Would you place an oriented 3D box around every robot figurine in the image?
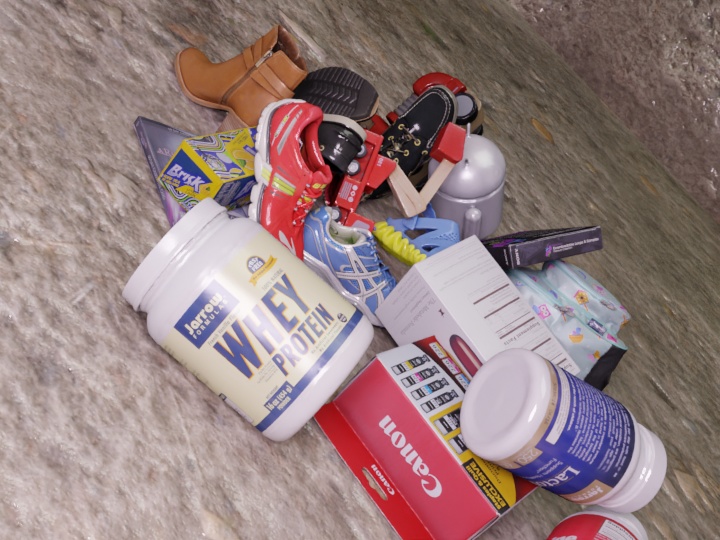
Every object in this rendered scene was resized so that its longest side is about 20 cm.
[{"bbox_3d":[0.157,-0.121,1.436,0.113,0.200,0.170,-8,52,-1],"label":"robot figurine"}]

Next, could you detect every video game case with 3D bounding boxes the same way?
[{"bbox_3d":[-0.179,-0.093,1.135,0.143,0.019,0.200,14,39,-43],"label":"video game case"}]

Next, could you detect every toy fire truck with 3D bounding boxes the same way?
[{"bbox_3d":[0.043,-0.113,1.259,0.141,0.200,0.049,22,-8,-9],"label":"toy fire truck"},{"bbox_3d":[0.076,-0.244,1.547,0.200,0.176,0.129,46,-1,21],"label":"toy fire truck"}]

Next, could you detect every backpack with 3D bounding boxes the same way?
[{"bbox_3d":[0.265,0.063,1.342,0.200,0.154,0.176,29,8,4],"label":"backpack"}]

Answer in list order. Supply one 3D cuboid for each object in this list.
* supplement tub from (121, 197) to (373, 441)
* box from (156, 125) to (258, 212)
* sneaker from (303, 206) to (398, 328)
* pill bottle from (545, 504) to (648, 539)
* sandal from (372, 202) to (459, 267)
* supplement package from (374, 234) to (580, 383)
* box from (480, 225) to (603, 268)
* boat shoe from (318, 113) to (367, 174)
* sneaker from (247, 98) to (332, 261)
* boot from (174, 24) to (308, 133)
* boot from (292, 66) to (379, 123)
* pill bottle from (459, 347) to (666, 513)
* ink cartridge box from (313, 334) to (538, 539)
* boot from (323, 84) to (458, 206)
[{"bbox_3d":[-0.103,0.043,0.894,0.200,0.145,0.145,41,27,-2],"label":"supplement tub"},{"bbox_3d":[-0.143,-0.119,1.130,0.070,0.064,0.200,46,26,8],"label":"box"},{"bbox_3d":[0.000,0.000,1.171,0.200,0.077,0.076,34,26,-21],"label":"sneaker"},{"bbox_3d":[0.229,0.313,0.977,0.112,0.112,0.200,48,27,12],"label":"pill bottle"},{"bbox_3d":[0.099,-0.033,1.269,0.200,0.087,0.080,40,-7,39],"label":"sandal"},{"bbox_3d":[0.132,0.081,1.115,0.109,0.114,0.200,-25,72,-38],"label":"supplement package"},{"bbox_3d":[0.213,-0.029,1.319,0.143,0.200,0.036,-12,93,-21],"label":"box"},{"bbox_3d":[-0.073,-0.162,1.251,0.074,0.063,0.201,37,-15,-34],"label":"boat shoe"},{"bbox_3d":[-0.073,-0.090,1.078,0.085,0.201,0.077,4,8,26],"label":"sneaker"},{"bbox_3d":[-0.156,-0.264,1.262,0.077,0.155,0.200,9,41,-47],"label":"boot"},{"bbox_3d":[-0.034,-0.204,1.306,0.200,0.078,0.138,17,-18,38],"label":"boot"},{"bbox_3d":[0.208,0.167,0.976,0.200,0.116,0.116,29,29,-26],"label":"pill bottle"},{"bbox_3d":[0.072,0.180,0.995,0.200,0.084,0.175,51,28,16],"label":"ink cartridge box"},{"bbox_3d":[0.042,-0.162,1.335,0.073,0.204,0.154,46,31,9],"label":"boot"}]
